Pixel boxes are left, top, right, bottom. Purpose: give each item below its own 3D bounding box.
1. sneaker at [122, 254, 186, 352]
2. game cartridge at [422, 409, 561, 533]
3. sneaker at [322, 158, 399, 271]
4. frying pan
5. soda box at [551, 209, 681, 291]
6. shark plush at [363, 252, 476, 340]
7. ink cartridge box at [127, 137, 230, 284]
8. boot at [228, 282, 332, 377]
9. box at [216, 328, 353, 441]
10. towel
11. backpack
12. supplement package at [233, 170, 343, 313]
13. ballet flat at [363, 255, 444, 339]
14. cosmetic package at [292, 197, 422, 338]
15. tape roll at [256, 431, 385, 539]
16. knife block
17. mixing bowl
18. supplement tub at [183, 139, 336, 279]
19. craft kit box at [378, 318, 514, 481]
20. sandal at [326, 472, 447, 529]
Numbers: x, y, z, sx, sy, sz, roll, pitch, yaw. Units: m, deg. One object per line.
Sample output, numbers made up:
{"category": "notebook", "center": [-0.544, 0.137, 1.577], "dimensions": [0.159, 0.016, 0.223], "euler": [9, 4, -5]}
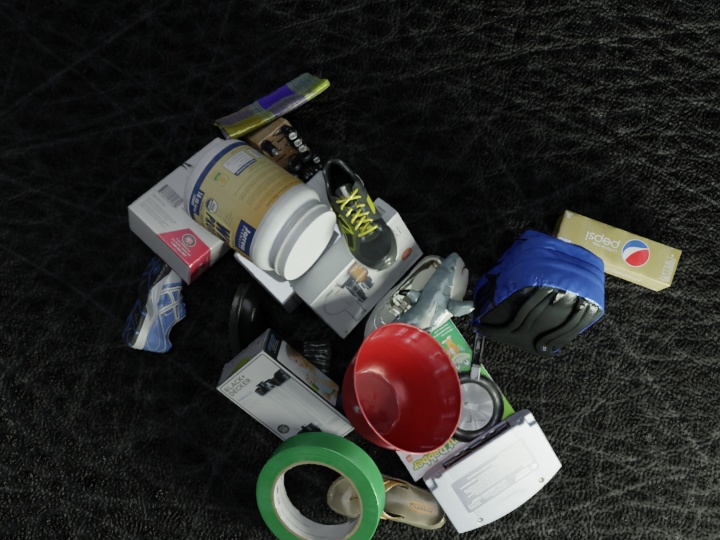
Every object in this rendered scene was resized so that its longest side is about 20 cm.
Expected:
{"category": "sneaker", "center": [-0.330, 0.044, 1.430], "dimensions": [0.077, 0.076, 0.200], "euler": [29, 71, -32]}
{"category": "game cartridge", "center": [0.213, 0.324, 1.351], "dimensions": [0.200, 0.041, 0.133], "euler": [-32, 106, -2]}
{"category": "sneaker", "center": [-0.010, -0.085, 1.281], "dimensions": [0.074, 0.085, 0.200], "euler": [-33, 60, 4]}
{"category": "frying pan", "center": [0.194, 0.186, 1.365], "dimensions": [0.115, 0.031, 0.190], "euler": [32, 86, 4]}
{"category": "soda box", "center": [0.418, -0.032, 1.409], "dimensions": [0.200, 0.068, 0.064], "euler": [21, 82, 5]}
{"category": "shark plush", "center": [0.091, 0.057, 1.370], "dimensions": [0.200, 0.091, 0.083], "euler": [-31, 103, 6]}
{"category": "ink cartridge box", "center": [-0.259, -0.100, 1.405], "dimensions": [0.145, 0.084, 0.200], "euler": [43, 65, 7]}
{"category": "boot", "center": [-0.124, 0.116, 1.369], "dimensions": [0.157, 0.079, 0.212], "euler": [3, 121, 6]}
{"category": "box", "center": [-0.112, 0.197, 1.334], "dimensions": [0.117, 0.060, 0.200], "euler": [-38, 110, 26]}
{"category": "towel", "center": [-0.152, -0.278, 1.433], "dimensions": [0.200, 0.144, 0.023], "euler": [-29, 113, -4]}
{"category": "backpack", "center": [0.278, 0.022, 1.324], "dimensions": [0.162, 0.200, 0.168], "euler": [15, 64, -13]}
{"category": "supplement package", "center": [-0.092, -0.045, 1.402], "dimensions": [0.200, 0.117, 0.117], "euler": [-44, 82, -5]}
{"category": "ballet flat", "center": [0.072, 0.052, 1.409], "dimensions": [0.069, 0.069, 0.200], "euler": [39, 85, 7]}
{"category": "cosmetic package", "center": [0.000, 0.000, 1.375], "dimensions": [0.200, 0.151, 0.052], "euler": [-47, 61, -5]}
{"category": "tape roll", "center": [-0.063, 0.352, 1.332], "dimensions": [0.200, 0.048, 0.201], "euler": [5, 110, 14]}
{"category": "knife block", "center": [-0.138, -0.214, 1.386], "dimensions": [0.064, 0.176, 0.200], "euler": [-40, 70, -5]}
{"category": "mixing bowl", "center": [0.045, 0.191, 1.306], "dimensions": [0.200, 0.108, 0.201], "euler": [16, 61, -30]}
{"category": "supplement tub", "center": [-0.151, -0.091, 1.281], "dimensions": [0.200, 0.144, 0.145], "euler": [35, 84, 16]}
{"category": "craft kit box", "center": [0.115, 0.207, 1.397], "dimensions": [0.200, 0.049, 0.198], "euler": [-35, 85, -3]}
{"category": "sandal", "center": [0.045, 0.371, 1.367], "dimensions": [0.199, 0.054, 0.081], "euler": [12, 82, 4]}
